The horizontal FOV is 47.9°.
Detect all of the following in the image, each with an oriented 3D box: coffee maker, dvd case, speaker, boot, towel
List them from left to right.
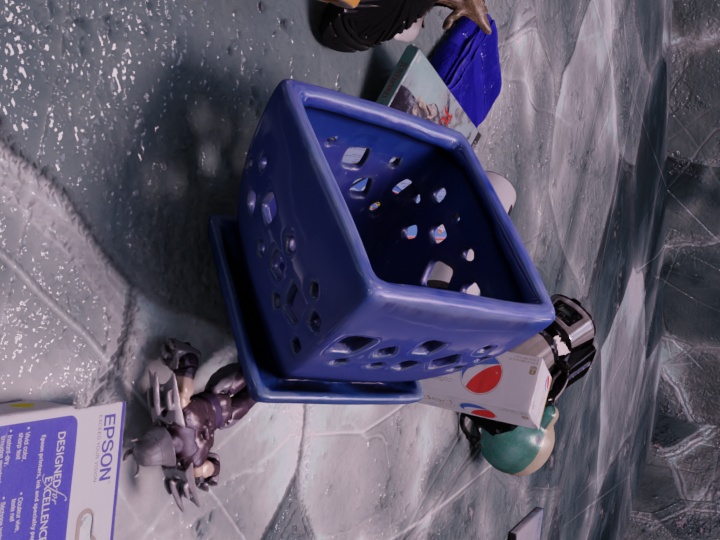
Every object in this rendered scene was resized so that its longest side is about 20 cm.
[{"bbox_3d":[0.025,-0.328,0.781,0.076,0.199,0.170,18,46,-54],"label":"boot"},{"bbox_3d":[0.067,-0.143,0.937,0.147,0.022,0.200,-61,147,-5],"label":"dvd case"},{"bbox_3d":[0.137,-0.235,1.062,0.201,0.049,0.149,-58,143,-37],"label":"towel"},{"bbox_3d":[0.144,-0.037,1.095,0.201,0.080,0.082,-63,147,-32],"label":"speaker"},{"bbox_3d":[0.248,0.149,1.247,0.199,0.135,0.192,-26,164,-34],"label":"coffee maker"},{"bbox_3d":[0.337,0.584,1.675,0.199,0.017,0.145,-1,97,-62],"label":"dvd case"}]

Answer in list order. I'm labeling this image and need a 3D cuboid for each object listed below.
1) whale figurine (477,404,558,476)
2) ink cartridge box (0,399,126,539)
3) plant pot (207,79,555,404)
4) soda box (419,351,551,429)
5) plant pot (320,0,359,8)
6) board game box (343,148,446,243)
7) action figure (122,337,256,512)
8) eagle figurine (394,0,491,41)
[{"bbox_3d":[0.255,0.230,1.333,0.103,0.159,0.202,24,71,-22],"label":"whale figurine"},{"bbox_3d":[-0.235,0.182,0.484,0.199,0.047,0.200,5,91,-64],"label":"ink cartridge box"},{"bbox_3d":[-0.001,-0.001,0.642,0.199,0.180,0.201,9,48,-40],"label":"plant pot"},{"bbox_3d":[0.120,0.128,0.961,0.064,0.198,0.069,51,53,-53],"label":"soda box"},{"bbox_3d":[-0.033,-0.306,0.601,0.200,0.199,0.185,-2,115,-61],"label":"plant pot"},{"bbox_3d":[0.042,-0.077,0.844,0.199,0.019,0.104,1,65,-43],"label":"board game box"},{"bbox_3d":[-0.117,0.109,0.663,0.200,0.069,0.132,-31,130,-51],"label":"action figure"},{"bbox_3d":[0.093,-0.342,0.898,0.149,0.201,0.152,10,129,-28],"label":"eagle figurine"}]
